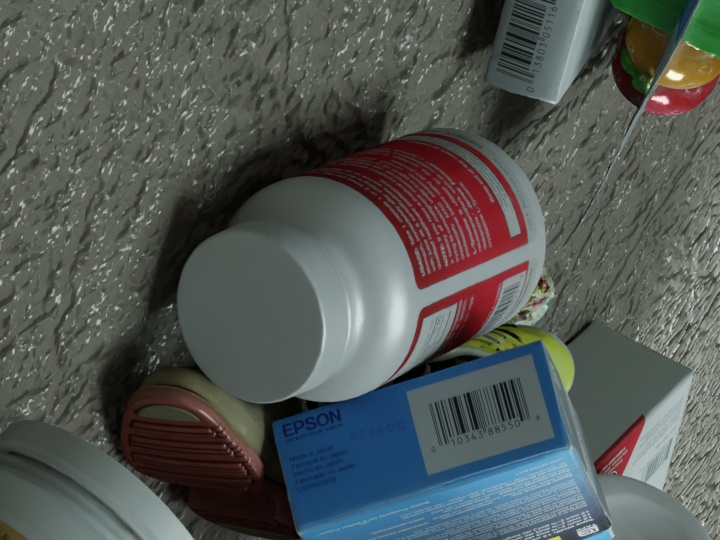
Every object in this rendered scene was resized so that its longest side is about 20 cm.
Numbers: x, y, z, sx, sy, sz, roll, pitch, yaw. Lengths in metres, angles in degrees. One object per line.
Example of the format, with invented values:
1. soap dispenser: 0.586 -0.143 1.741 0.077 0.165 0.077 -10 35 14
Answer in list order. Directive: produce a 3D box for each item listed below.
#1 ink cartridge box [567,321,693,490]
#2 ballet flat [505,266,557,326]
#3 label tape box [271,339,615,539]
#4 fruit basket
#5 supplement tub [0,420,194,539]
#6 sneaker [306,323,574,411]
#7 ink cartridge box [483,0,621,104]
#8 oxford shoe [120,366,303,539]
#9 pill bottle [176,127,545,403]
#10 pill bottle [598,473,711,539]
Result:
1. ink cartridge box: 0.140 0.159 1.895 0.144 0.084 0.200 -39 148 -43
2. ballet flat: 0.039 0.046 1.599 0.200 0.076 0.064 -49 124 -36
3. label tape box: 0.048 0.113 1.443 0.143 0.066 0.200 -18 159 6
4. fruit basket: 0.176 -0.142 1.568 0.200 0.094 0.185 -59 180 45
5. supplement tub: -0.170 0.176 1.192 0.200 0.145 0.145 -48 154 -27
6. sneaker: 0.060 0.068 1.513 0.200 0.076 0.075 -9 94 -50
7. ink cartridge box: 0.133 -0.204 1.537 0.200 0.047 0.160 -56 163 -57
8. oxford shoe: -0.070 0.076 1.409 0.200 0.070 0.075 62 39 -67
9. pill bottle: 0.000 0.000 1.383 0.200 0.112 0.112 -23 136 -55
10. pill bottle: 0.137 0.235 1.781 0.112 0.112 0.200 -28 154 -52
